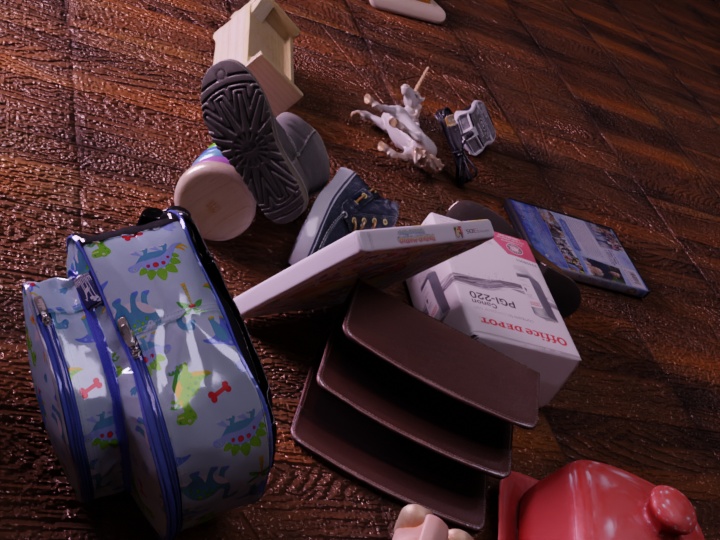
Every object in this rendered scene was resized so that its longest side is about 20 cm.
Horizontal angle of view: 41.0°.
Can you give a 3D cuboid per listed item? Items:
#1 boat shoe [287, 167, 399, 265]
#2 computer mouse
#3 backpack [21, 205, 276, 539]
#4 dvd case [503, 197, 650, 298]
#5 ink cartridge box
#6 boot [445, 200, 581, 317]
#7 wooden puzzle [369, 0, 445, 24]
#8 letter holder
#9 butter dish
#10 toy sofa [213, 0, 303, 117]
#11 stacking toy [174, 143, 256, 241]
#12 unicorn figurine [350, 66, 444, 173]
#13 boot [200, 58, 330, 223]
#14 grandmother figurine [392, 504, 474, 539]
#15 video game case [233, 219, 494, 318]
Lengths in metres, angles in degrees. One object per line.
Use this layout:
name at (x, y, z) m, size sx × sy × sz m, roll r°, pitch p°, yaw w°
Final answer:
boat shoe at (-0.012, -0.049, 1.075) m, size 0.090 × 0.071 × 0.201 m, roll 29°, pitch 32°, yaw -1°
computer mouse at (0.156, -0.199, 1.423) m, size 0.111 × 0.044 × 0.200 m, roll 65°, pitch 26°, yaw -9°
backpack at (-0.153, 0.087, 0.691) m, size 0.146 × 0.184 × 0.201 m, roll -20°, pitch 59°, yaw -23°
dvd case at (0.305, -0.032, 1.363) m, size 0.198 × 0.018 × 0.143 m, roll 13°, pitch 37°, yaw -25°
ink cartridge box at (0.139, 0.042, 1.069) m, size 0.144 × 0.085 × 0.201 m, roll 14°, pitch 38°, yaw -25°
boot at (0.190, -0.016, 1.218) m, size 0.199 × 0.074 × 0.075 m, roll 39°, pitch 14°, yaw 3°
wooden puzzle at (0.054, -0.548, 1.816) m, size 0.183 × 0.037 × 0.201 m, roll 3°, pitch 43°, yaw -37°
letter holder at (0.052, 0.126, 0.874) m, size 0.198 × 0.101 × 0.143 m, roll 27°, pitch 35°, yaw -7°
butter dish at (0.229, 0.242, 0.822) m, size 0.198 × 0.149 × 0.200 m, roll 26°, pitch 32°, yaw -9°
toy sofa at (-0.137, -0.276, 1.277) m, size 0.083 × 0.097 × 0.201 m, roll 42°, pitch 25°, yaw -32°
stacking toy at (-0.144, -0.112, 1.056) m, size 0.085 × 0.086 × 0.201 m, roll 24°, pitch 26°, yaw -11°
unicorn figurine at (0.059, -0.205, 1.352) m, size 0.137 × 0.074 × 0.202 m, roll 10°, pitch 52°, yaw -45°
boot at (-0.090, -0.147, 1.018) m, size 0.200 × 0.072 × 0.183 m, roll -64°, pitch 135°, yaw -66°
grandmother figurine at (0.032, 0.262, 0.718) m, size 0.120 × 0.061 × 0.200 m, roll 23°, pitch 30°, yaw 2°
video game case at (0.000, 0.000, 0.917) m, size 0.181 × 0.199 × 0.023 m, roll -8°, pitch 76°, yaw -44°
